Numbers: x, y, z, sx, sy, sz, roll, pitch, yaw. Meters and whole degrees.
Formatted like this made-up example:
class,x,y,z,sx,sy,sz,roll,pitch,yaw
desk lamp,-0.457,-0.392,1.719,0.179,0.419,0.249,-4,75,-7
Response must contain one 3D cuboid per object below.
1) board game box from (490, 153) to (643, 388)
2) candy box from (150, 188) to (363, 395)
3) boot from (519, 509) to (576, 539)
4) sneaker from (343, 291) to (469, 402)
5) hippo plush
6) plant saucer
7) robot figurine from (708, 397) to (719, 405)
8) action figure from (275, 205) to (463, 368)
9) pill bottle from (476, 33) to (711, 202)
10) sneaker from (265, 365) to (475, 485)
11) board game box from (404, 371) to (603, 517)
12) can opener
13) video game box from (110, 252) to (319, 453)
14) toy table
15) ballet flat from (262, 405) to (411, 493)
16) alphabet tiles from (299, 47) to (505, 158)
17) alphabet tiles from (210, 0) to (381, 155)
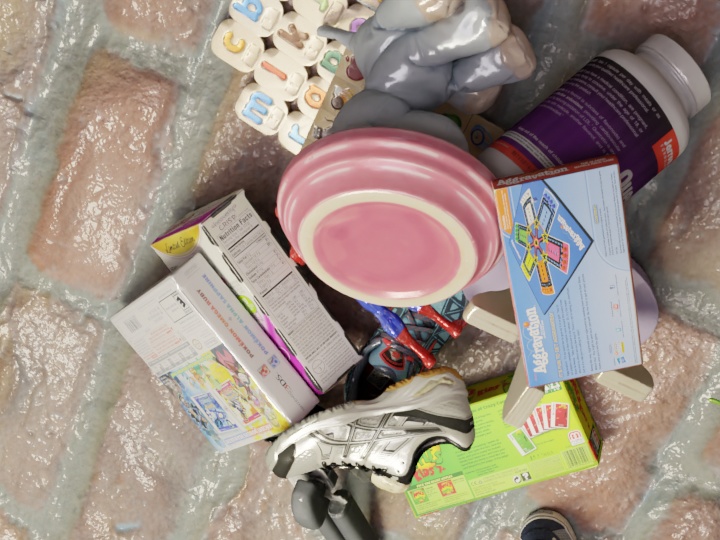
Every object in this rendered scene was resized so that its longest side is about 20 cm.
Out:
class,x,y,z,sx,sy,sz,roll,pitch,yaw
board game box,0.173,0.004,1.261,0.102,0.020,0.201,-12,122,2
candy box,-0.102,0.029,1.464,0.201,0.061,0.136,55,153,-10
boot,0.211,0.346,1.533,0.072,0.090,0.201,-25,104,22
sneaker,0.047,0.071,1.459,0.079,0.096,0.201,29,115,1
hippo plush,0.038,-0.156,1.282,0.198,0.162,0.160,19,153,3
plant saucer,0.025,-0.034,1.272,0.198,0.051,0.201,7,143,5
robot figurine,0.421,0.131,1.376,0.198,0.116,0.177,-12,113,19
action figure,0.000,0.000,1.409,0.200,0.099,0.065,40,97,-9
pill bottle,0.201,-0.110,1.304,0.200,0.112,0.113,-40,100,-6
sneaker,0.011,0.161,1.397,0.198,0.076,0.088,-22,78,6
board game box,0.127,0.166,1.505,0.199,0.048,0.102,-20,105,21
can opener,-0.035,0.246,1.526,0.052,0.067,0.200,8,151,26
video game box,-0.146,0.086,1.483,0.183,0.047,0.200,53,152,-5
toy table,0.181,0.042,1.375,0.198,0.118,0.185,14,124,-5
ballet flat,-0.021,0.178,1.500,0.199,0.066,0.057,24,91,45
alphabet tiles,0.020,-0.084,1.419,0.166,0.008,0.201,30,113,9
alphabet tiles,-0.034,-0.202,1.413,0.195,0.015,0.201,32,116,-1
